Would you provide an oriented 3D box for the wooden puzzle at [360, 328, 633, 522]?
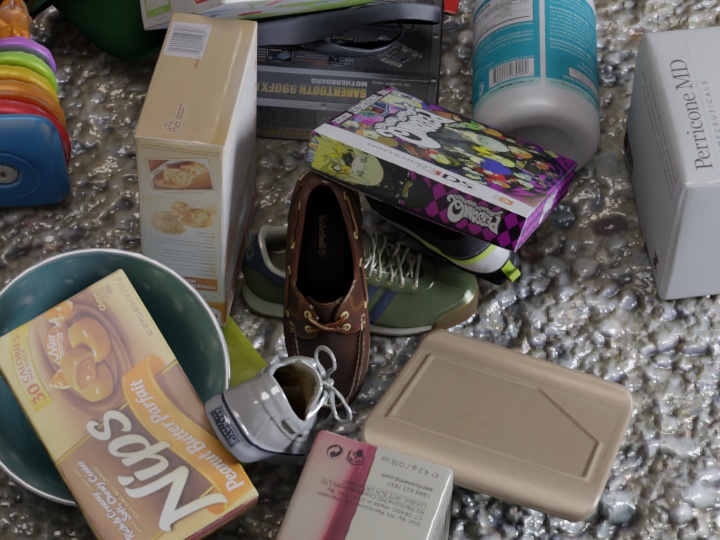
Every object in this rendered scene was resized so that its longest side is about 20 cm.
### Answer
[{"bbox_3d":[0.110,0.122,1.561,0.184,0.037,0.200,17,26,10],"label":"wooden puzzle"}]

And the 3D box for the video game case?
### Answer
[{"bbox_3d":[0.068,-0.085,1.597,0.181,0.036,0.200,23,21,11],"label":"video game case"}]

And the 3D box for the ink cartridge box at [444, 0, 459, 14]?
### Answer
[{"bbox_3d":[0.023,-0.343,1.898,0.175,0.045,0.201,9,57,7],"label":"ink cartridge box"}]

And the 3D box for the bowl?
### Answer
[{"bbox_3d":[-0.201,0.093,1.555,0.200,0.105,0.202,1,74,-3],"label":"bowl"}]

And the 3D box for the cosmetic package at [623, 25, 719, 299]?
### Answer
[{"bbox_3d":[0.336,-0.094,1.664,0.199,0.165,0.165,-6,56,-4],"label":"cosmetic package"}]

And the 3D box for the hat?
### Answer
[{"bbox_3d":[-0.183,-0.203,1.794,0.176,0.165,0.200,57,33,-8],"label":"hat"}]

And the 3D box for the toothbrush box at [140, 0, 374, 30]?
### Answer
[{"bbox_3d":[-0.068,-0.259,1.668,0.199,0.145,0.086,-9,93,-33],"label":"toothbrush box"}]

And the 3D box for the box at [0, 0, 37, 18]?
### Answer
[{"bbox_3d":[-0.409,-0.224,1.814,0.159,0.049,0.200,29,61,15],"label":"box"}]

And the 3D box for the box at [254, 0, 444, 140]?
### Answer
[{"bbox_3d":[-0.026,-0.192,1.795,0.199,0.048,0.159,3,58,1],"label":"box"}]

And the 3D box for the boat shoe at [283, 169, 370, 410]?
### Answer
[{"bbox_3d":[-0.029,0.018,1.578,0.070,0.201,0.070,-4,12,1],"label":"boat shoe"}]

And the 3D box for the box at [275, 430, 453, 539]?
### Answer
[{"bbox_3d":[-0.013,0.241,1.463,0.109,0.128,0.200,16,57,10],"label":"box"}]

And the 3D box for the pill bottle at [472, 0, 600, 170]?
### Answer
[{"bbox_3d":[0.153,-0.187,1.756,0.110,0.111,0.201,3,57,1],"label":"pill bottle"}]

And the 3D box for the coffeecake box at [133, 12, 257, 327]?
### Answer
[{"bbox_3d":[-0.130,-0.080,1.615,0.073,0.200,0.154,7,45,3],"label":"coffeecake box"}]

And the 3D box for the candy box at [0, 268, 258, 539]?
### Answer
[{"bbox_3d":[-0.174,0.115,1.469,0.115,0.055,0.200,-30,80,-11],"label":"candy box"}]

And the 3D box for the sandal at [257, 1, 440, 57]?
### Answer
[{"bbox_3d":[-0.028,-0.203,1.742,0.199,0.076,0.043,-10,96,-7],"label":"sandal"}]

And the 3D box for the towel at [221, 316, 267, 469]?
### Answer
[{"bbox_3d":[-0.128,0.074,1.638,0.086,0.018,0.200,-31,62,-18],"label":"towel"}]

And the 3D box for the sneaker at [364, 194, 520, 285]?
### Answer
[{"bbox_3d":[0.070,-0.040,1.683,0.072,0.083,0.200,-43,35,1],"label":"sneaker"}]

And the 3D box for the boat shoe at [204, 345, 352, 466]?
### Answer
[{"bbox_3d":[-0.049,0.094,1.502,0.086,0.202,0.075,-34,79,9],"label":"boat shoe"}]

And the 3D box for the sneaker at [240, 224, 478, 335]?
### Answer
[{"bbox_3d":[0.000,0.000,1.643,0.199,0.090,0.067,4,55,1],"label":"sneaker"}]

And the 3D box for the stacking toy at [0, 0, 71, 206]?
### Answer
[{"bbox_3d":[-0.302,-0.159,1.736,0.109,0.116,0.201,-2,53,-1],"label":"stacking toy"}]
